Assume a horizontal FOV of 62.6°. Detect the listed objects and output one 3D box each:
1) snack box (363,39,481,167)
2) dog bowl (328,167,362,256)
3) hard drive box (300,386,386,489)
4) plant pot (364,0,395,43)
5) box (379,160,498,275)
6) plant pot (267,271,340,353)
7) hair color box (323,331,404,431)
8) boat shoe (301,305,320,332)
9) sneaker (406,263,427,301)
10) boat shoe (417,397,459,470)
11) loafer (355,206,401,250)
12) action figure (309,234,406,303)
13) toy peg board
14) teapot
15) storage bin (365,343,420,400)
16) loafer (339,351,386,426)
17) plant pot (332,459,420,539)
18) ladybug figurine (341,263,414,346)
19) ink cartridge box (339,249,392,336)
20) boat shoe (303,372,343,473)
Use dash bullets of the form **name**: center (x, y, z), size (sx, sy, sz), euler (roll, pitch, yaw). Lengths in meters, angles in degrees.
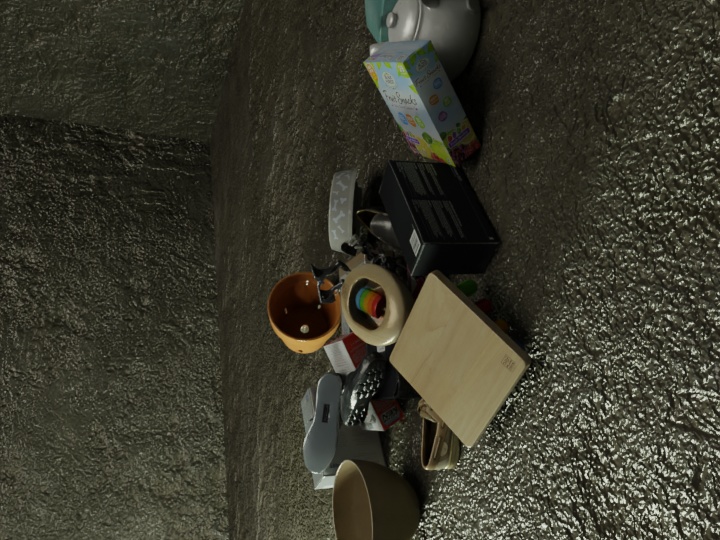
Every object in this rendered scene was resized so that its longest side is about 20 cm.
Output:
- **snack box**: center (0.105, -0.292, 1.032), size (0.202, 0.067, 0.168), euler (57, 172, -27)
- **dog bowl**: center (-0.034, -0.137, 1.376), size (0.200, 0.057, 0.207), euler (3, -90, -85)
- **hard drive box**: center (-0.041, 0.368, 1.330), size (0.077, 0.151, 0.204), euler (121, 145, -46)
- **plant pot**: center (0.084, -0.563, 1.174), size (0.143, 0.137, 0.204), euler (-112, 27, -43)
- **box**: center (0.127, -0.092, 1.006), size (0.080, 0.137, 0.203), euler (107, 153, -46)
- **plant pot**: center (-0.147, 0.128, 1.584), size (0.141, 0.194, 0.205), euler (98, 162, -57)
- **hair color box**: center (0.005, 0.233, 1.257), size (0.110, 0.063, 0.205), euler (-26, 87, 62)
- **boat shoe**: center (-0.162, 0.120, 1.745), size (0.068, 0.070, 0.204), euler (-113, 40, -53)
- **sneaker**: center (0.125, 0.036, 1.098), size (0.075, 0.078, 0.207), euler (71, -164, -77)
- **boat shoe**: center (0.137, 0.246, 1.044), size (0.071, 0.063, 0.207), euler (165, 106, -65)
- **loafer**: center (0.052, -0.090, 1.265), size (0.199, 0.070, 0.075), euler (-146, 62, -62)
- **action figure**: center (0.000, 0.000, 1.211), size (0.103, 0.194, 0.122), euler (69, -177, -62)
- **toy peg board**: center (0.171, 0.129, 0.948), size (0.199, 0.096, 0.203), euler (44, 132, 27)
- **teapot**: center (0.116, -0.440, 1.067), size (0.199, 0.142, 0.204), euler (-116, 38, -46)
- **storage bin**: center (0.077, 0.146, 1.160), size (0.135, 0.091, 0.207), euler (150, 119, -62)
- **loafer**: center (-0.003, 0.220, 1.140), size (0.071, 0.066, 0.204), euler (61, 145, 38)
- **plant pot**: center (0.040, 0.471, 1.160), size (0.199, 0.131, 0.207), euler (-178, 90, -66)
- **ladybug figurine**: center (0.034, 0.061, 1.072), size (0.199, 0.070, 0.140), euler (29, 108, 52)
- **ink cartridge box**: center (0.015, 0.072, 1.333), size (0.164, 0.073, 0.207), euler (146, 124, -62)
- **boat shoe**: center (-0.072, 0.315, 1.241), size (0.068, 0.071, 0.206), euler (28, -113, -76)
